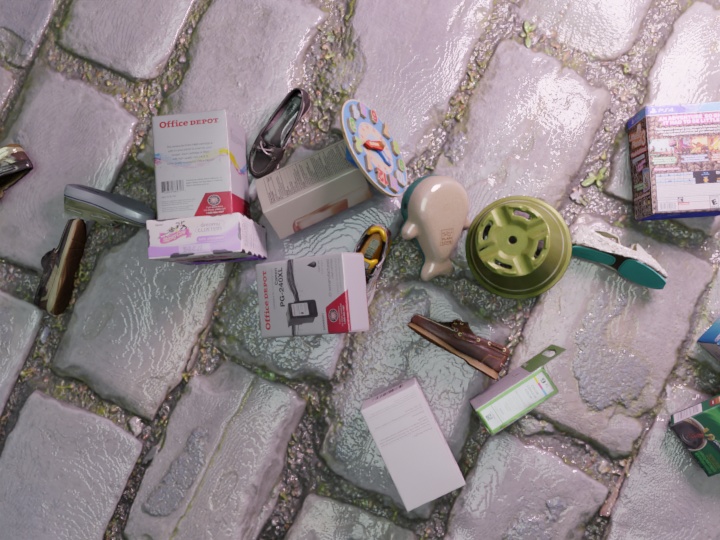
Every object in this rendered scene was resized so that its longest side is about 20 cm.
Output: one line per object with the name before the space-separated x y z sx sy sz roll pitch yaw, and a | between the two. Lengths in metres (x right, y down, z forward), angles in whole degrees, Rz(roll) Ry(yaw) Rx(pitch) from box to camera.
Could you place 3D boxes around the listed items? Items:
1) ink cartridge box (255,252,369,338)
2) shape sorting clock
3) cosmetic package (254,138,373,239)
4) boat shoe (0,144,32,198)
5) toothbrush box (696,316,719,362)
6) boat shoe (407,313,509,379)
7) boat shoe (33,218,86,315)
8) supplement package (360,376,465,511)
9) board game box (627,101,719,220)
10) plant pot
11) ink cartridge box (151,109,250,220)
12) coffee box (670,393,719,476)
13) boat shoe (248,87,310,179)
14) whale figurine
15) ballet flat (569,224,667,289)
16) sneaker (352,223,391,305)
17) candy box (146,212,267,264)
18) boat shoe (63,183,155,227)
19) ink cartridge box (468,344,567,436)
ink cartridge box | -0.093 0.049 1.147 0.200 0.083 0.146 -7 86 28
shape sorting clock | 0.029 -0.228 1.137 0.039 0.200 0.200 -22 86 32
cosmetic package | -0.090 -0.156 1.173 0.200 0.087 0.104 -23 49 3
boat shoe | -0.755 -0.172 1.238 0.200 0.073 0.065 -42 82 1
toothbrush box | 0.756 0.110 1.122 0.146 0.085 0.200 43 92 5
boat shoe | 0.189 0.131 1.171 0.200 0.070 0.070 30 85 -2
boat shoe | -0.608 -0.013 1.228 0.065 0.073 0.200 16 89 -1
supplement package | 0.096 0.319 1.143 0.117 0.117 0.200 -26 86 2
board game box | 0.600 -0.201 1.140 0.159 0.097 0.201 -2 87 4
plant pot | 0.274 -0.047 1.091 0.200 0.190 0.201 -1 88 18
ink cartridge box | -0.302 -0.189 1.178 0.145 0.145 0.201 -4 88 4
coffee box | 0.681 0.277 1.095 0.200 0.044 0.123 -36 88 31
boat shoe | -0.168 -0.276 1.216 0.067 0.057 0.200 32 90 5
whale figurine | 0.136 -0.084 1.175 0.159 0.104 0.201 -13 111 -28
ballet flat | 0.492 -0.034 1.159 0.200 0.072 0.072 24 89 4
sneaker | 0.000 0.000 1.180 0.078 0.082 0.200 19 90 5
candy box | -0.279 -0.055 1.143 0.167 0.200 0.072 -4 87 4
boat shoe | -0.507 -0.120 1.236 0.200 0.072 0.062 19 106 12
ink cartridge box | 0.304 0.220 1.139 0.200 0.104 0.059 -34 86 1
